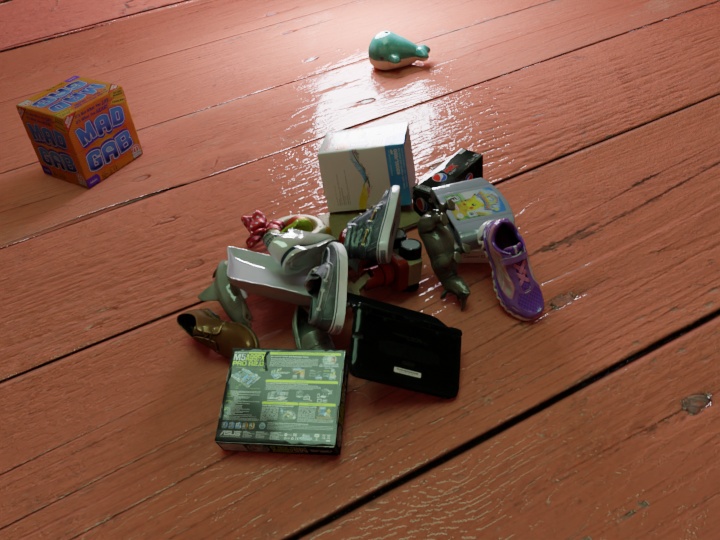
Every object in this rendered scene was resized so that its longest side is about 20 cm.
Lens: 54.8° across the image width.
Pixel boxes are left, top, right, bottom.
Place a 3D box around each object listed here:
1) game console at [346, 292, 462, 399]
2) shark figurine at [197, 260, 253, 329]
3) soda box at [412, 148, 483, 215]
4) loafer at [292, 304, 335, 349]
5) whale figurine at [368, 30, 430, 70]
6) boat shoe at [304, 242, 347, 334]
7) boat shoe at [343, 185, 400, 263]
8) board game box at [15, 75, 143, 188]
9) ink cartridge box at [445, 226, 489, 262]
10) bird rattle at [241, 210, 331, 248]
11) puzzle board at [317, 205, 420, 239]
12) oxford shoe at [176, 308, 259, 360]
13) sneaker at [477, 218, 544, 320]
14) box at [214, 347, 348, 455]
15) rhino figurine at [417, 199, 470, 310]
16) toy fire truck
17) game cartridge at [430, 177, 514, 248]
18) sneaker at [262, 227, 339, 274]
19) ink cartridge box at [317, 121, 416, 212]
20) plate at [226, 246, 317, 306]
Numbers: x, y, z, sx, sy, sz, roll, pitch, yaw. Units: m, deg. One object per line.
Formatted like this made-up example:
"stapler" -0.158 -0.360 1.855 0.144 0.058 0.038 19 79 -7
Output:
"game console" 0.062 0.123 1.181 0.196 0.116 0.179 15 65 -17
"shark figurine" -0.273 0.029 1.344 0.088 0.129 0.216 -25 39 -3
"soda box" 0.201 -0.198 1.578 0.063 0.072 0.199 25 49 34
"loafer" -0.080 0.137 1.212 0.069 0.071 0.201 -21 40 -13
"whale figurine" 0.121 -0.702 2.192 0.196 0.105 0.160 2 39 13
"boat shoe" -0.064 0.022 1.210 0.067 0.072 0.203 15 46 -17
"boat shoe" 0.025 -0.095 1.318 0.089 0.072 0.202 4 43 11
"board game box" -0.746 -0.375 1.859 0.197 0.203 0.200 18 44 29
"ink cartridge box" 0.229 -0.077 1.427 0.114 0.068 0.202 -1 38 9
"bird rattle" -0.155 -0.075 1.499 0.161 0.115 0.198 -21 25 -34
"puzzle board" 0.021 -0.111 1.548 0.197 0.018 0.151 -20 39 -16
"oxford shoe" -0.260 0.120 1.248 0.198 0.073 0.071 17 6 38
"sneaker" 0.277 -0.009 1.257 0.079 0.089 0.203 -19 78 -11
"box" -0.122 0.207 1.113 0.195 0.045 0.163 -1 58 10
"rhino figurine" 0.163 -0.023 1.306 0.059 0.204 0.087 -14 -5 -38
"toy fire truck" 0.000 0.000 1.349 0.197 0.131 0.176 -19 38 -29
"game cartridge" 0.230 -0.122 1.400 0.130 0.041 0.201 -10 38 -9
"sneaker" -0.109 -0.051 1.364 0.080 0.077 0.199 39 20 20
"ink cartridge box" 0.017 -0.234 1.574 0.196 0.147 0.148 -5 30 11
"plate" -0.158 0.016 1.305 0.196 0.033 0.200 15 15 -15
